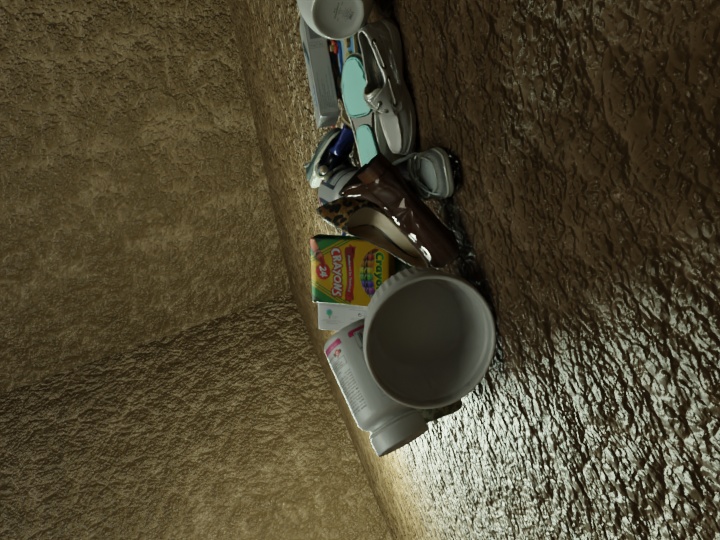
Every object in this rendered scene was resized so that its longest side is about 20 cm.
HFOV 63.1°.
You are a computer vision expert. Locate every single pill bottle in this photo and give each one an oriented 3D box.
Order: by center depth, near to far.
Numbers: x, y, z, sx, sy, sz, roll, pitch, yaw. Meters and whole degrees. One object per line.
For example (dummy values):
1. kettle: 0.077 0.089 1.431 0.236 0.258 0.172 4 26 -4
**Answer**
1. pill bottle: 0.026 0.192 0.974 0.114 0.111 0.203 99 147 -64
2. pill bottle: -0.010 -0.144 1.182 0.200 0.117 0.123 -139 33 -68

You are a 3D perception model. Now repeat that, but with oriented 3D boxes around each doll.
1. doll: -0.038 -0.237 1.120 0.048 0.137 0.200 38 144 -3

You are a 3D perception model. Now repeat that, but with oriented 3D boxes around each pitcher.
1. pitcher: -0.035 -0.462 0.874 0.173 0.118 0.204 113 156 -49

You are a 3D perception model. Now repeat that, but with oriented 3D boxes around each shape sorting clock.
1. shape sorting clock: -0.037 -0.412 1.080 0.200 0.038 0.206 168 91 -80

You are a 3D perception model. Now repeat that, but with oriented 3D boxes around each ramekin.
1. ramekin: 0.094 0.091 0.881 0.105 0.195 0.205 -121 15 -74

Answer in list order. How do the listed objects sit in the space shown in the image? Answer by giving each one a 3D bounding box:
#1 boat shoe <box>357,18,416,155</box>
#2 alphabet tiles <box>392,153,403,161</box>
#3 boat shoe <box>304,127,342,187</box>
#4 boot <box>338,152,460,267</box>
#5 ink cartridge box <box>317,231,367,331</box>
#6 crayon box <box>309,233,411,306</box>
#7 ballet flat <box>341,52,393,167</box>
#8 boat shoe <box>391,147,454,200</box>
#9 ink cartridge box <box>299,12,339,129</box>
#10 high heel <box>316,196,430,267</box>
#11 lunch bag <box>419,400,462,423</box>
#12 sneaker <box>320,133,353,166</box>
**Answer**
1. boat shoe: 0.033 -0.272 0.900 0.070 0.068 0.205 15 124 55
2. alphabet tiles: 0.034 -0.276 1.046 0.196 0.014 0.205 -130 26 -61
3. boat shoe: -0.080 -0.249 1.243 0.063 0.071 0.200 63 156 12
4. boot: 0.062 -0.078 0.915 0.200 0.064 0.186 45 170 -10
5. ink cartridge box: -0.017 0.020 1.207 0.076 0.133 0.206 -35 -54 -65
6. crayon box: 0.000 0.000 1.128 0.051 0.194 0.131 -32 -57 -66
7. ballet flat: 0.015 -0.257 0.978 0.069 0.068 0.205 -142 37 -68
8. boat shoe: 0.084 -0.142 0.889 0.202 0.063 0.076 -145 38 -69
9. ink cartridge box: -0.084 -0.390 1.178 0.176 0.043 0.206 177 83 -83
10. high heel: 0.029 -0.060 0.984 0.072 0.195 0.144 -63 37 34
11. lunch bag: 0.095 0.173 1.104 0.199 0.136 0.172 -158 53 -71
12. sneaker: -0.033 -0.216 1.326 0.079 0.073 0.205 -9 103 66
